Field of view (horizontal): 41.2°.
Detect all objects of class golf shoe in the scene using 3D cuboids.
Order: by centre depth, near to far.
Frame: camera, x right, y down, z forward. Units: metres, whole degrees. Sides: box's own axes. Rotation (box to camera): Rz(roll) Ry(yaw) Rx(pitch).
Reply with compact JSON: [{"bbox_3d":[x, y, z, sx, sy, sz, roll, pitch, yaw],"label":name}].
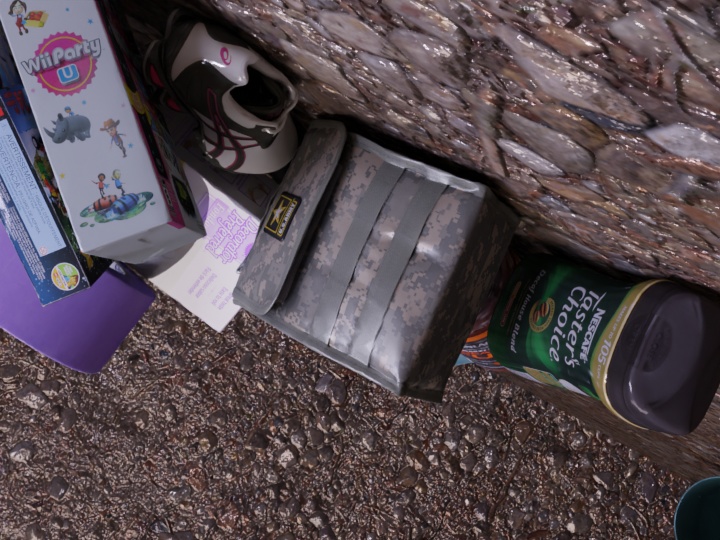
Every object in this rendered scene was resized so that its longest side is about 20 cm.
[{"bbox_3d":[-0.085,-0.117,0.724,0.087,0.078,0.200,21,173,24],"label":"golf shoe"}]

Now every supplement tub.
[{"bbox_3d":[0.106,0.022,0.882,0.106,0.108,0.200,26,175,30],"label":"supplement tub"}]

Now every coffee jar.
[{"bbox_3d":[0.186,0.051,0.731,0.085,0.105,0.199,27,176,-26],"label":"coffee jar"}]

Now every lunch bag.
[{"bbox_3d":[-0.002,-0.016,0.749,0.198,0.166,0.117,25,180,28],"label":"lunch bag"}]

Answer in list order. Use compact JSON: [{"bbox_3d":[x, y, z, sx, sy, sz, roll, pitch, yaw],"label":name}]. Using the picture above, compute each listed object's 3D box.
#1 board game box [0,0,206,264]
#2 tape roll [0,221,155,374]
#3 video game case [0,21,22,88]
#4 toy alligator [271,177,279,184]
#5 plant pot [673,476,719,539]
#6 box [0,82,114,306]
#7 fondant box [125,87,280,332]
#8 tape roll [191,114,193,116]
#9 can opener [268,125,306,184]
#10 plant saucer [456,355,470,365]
[{"bbox_3d":[-0.176,-0.112,0.657,0.148,0.063,0.203,125,124,-87],"label":"board game box"},{"bbox_3d":[-0.280,-0.006,0.826,0.199,0.085,0.200,39,176,3],"label":"tape roll"},{"bbox_3d":[-0.290,-0.173,0.744,0.045,0.203,0.181,-15,170,3],"label":"video game case"},{"bbox_3d":[-0.075,-0.094,1.079,0.054,0.060,0.200,-13,-168,-20],"label":"toy alligator"},{"bbox_3d":[0.761,0.522,1.941,0.199,0.203,0.160,24,-174,42],"label":"plant pot"},{"bbox_3d":[-0.217,-0.071,0.705,0.200,0.037,0.138,-92,-19,-74],"label":"box"},{"bbox_3d":[-0.163,-0.056,0.867,0.199,0.059,0.144,37,129,-10],"label":"fondant box"},{"bbox_3d":[-0.255,-0.114,0.959,0.197,0.085,0.202,10,128,13],"label":"tape roll"},{"bbox_3d":[-0.074,-0.107,0.893,0.066,0.054,0.200,24,173,35],"label":"can opener"},{"bbox_3d":[0.130,0.080,1.129,0.197,0.037,0.200,-10,168,-2],"label":"plant saucer"}]
